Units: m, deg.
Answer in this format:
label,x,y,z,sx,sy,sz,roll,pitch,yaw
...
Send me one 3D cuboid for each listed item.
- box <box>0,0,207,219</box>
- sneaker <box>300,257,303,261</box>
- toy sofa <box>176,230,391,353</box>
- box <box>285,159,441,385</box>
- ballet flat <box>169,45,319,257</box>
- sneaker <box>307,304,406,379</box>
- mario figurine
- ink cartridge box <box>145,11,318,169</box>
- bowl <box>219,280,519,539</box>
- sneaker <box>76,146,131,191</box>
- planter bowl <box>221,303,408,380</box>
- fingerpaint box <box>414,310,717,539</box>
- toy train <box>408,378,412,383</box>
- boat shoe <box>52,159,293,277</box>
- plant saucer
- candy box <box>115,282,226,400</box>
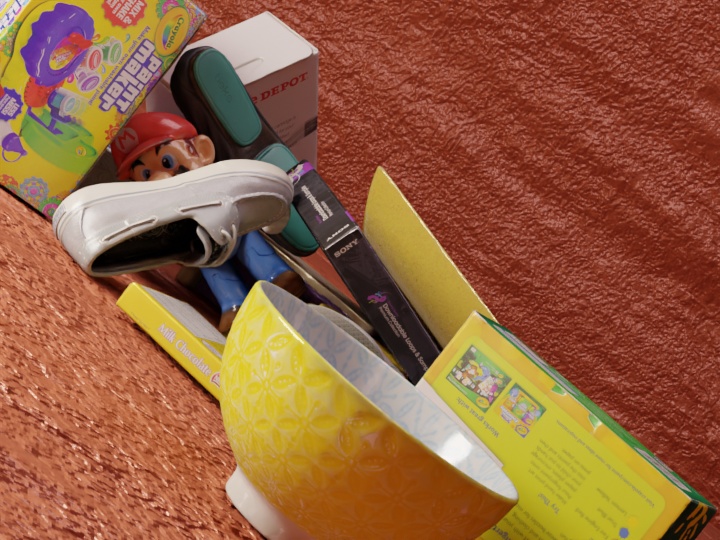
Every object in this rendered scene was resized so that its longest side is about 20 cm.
label,x,y,z,sx,sy,sz,roll,pitch,yaw
box,-0.245,-0.177,1.442,0.122,0.200,0.193,37,4,-26
sneaker,-0.029,0.047,1.680,0.203,0.077,0.146,51,19,17
toy sofa,-0.063,0.034,1.563,0.200,0.083,0.098,39,6,19
box,0.000,0.000,1.428,0.143,0.036,0.200,56,-2,-22
ballet flat,-0.100,-0.097,1.529,0.201,0.073,0.073,59,0,-13
sneaker,0.013,0.106,1.321,0.200,0.070,0.080,49,2,-9
mario figurine,-0.136,-0.039,1.465,0.200,0.123,0.106,53,-24,-8
ink cartridge box,-0.119,-0.119,1.680,0.084,0.145,0.201,41,-35,33
bowl,-0.016,0.109,1.053,0.200,0.108,0.200,39,5,-4
sneaker,-0.248,-0.118,1.613,0.200,0.077,0.111,41,7,2
planter bowl,-0.021,0.085,1.422,0.200,0.084,0.200,39,5,-4
fingerpaint box,0.106,0.157,1.201,0.200,0.167,0.073,40,6,28
toy train,0.089,0.151,1.568,0.114,0.087,0.200,32,16,-33
boat shoe,-0.131,-0.031,1.366,0.200,0.070,0.072,-11,52,-31
plant saucer,0.073,0.034,1.514,0.200,0.048,0.200,55,-1,29
candy box,-0.082,0.085,1.282,0.200,0.026,0.102,41,1,20
